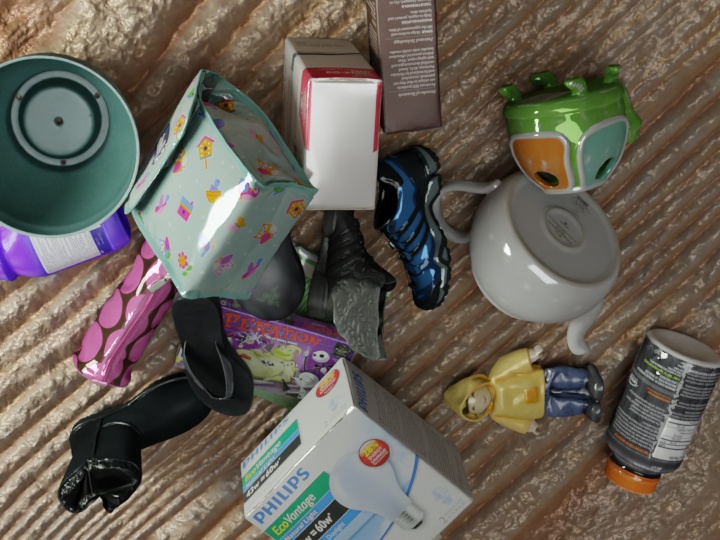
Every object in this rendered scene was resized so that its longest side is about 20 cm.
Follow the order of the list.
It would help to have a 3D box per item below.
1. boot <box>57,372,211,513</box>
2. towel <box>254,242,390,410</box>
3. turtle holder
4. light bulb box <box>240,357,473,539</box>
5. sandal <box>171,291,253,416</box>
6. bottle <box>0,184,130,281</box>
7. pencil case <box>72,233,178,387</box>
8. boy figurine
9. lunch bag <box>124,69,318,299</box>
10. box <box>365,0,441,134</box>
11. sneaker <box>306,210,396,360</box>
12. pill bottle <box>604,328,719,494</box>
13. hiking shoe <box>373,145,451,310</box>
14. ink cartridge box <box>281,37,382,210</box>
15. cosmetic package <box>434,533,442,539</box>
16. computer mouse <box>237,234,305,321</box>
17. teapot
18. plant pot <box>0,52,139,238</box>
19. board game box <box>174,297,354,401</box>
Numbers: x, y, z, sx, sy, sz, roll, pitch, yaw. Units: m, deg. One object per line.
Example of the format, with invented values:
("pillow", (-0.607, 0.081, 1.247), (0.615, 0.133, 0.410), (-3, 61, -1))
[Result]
("boot", (-0.265, 0.211, 1.733), (0.199, 0.168, 0.077), (-21, 112, 0))
("towel", (-0.070, 0.077, 1.787), (0.152, 0.023, 0.201), (25, 107, -15))
("turtle holder", (0.246, -0.166, 1.678), (0.140, 0.185, 0.133), (-7, 103, 20))
("light bulb box", (-0.007, 0.252, 1.728), (0.200, 0.125, 0.198), (39, 104, -20))
("sandal", (-0.181, 0.106, 1.707), (0.075, 0.043, 0.201), (-9, 130, 12))
("bottle", (-0.371, -0.036, 1.678), (0.198, 0.065, 0.084), (-21, 112, 1))
("pencil case", (-0.266, 0.050, 1.710), (0.090, 0.094, 0.201), (24, 108, -27))
("boy figurine", (0.207, 0.152, 1.831), (0.198, 0.065, 0.125), (1, 114, -11))
("lunch bag", (-0.164, -0.095, 1.541), (0.121, 0.200, 0.171), (1, 133, -48))
("box", (0.047, -0.265, 1.628), (0.074, 0.100, 0.202), (-5, 112, -6))
("sneaker", (-0.001, -0.001, 1.704), (0.103, 0.060, 0.202), (12, 86, 13))
("pill bottle", (0.379, 0.185, 1.843), (0.105, 0.106, 0.201), (15, 108, -13))
("hiking shoe", (0.053, -0.046, 1.720), (0.086, 0.074, 0.202), (-14, 104, -25))
("ink cartridge box", (-0.036, -0.167, 1.602), (0.084, 0.200, 0.146), (0, 111, -10))
("cosmetic package", (0.010, 0.280, 1.848), (0.103, 0.073, 0.201), (-31, 111, 5))
("computer mouse", (-0.128, -0.031, 1.645), (0.138, 0.053, 0.201), (-22, 101, 3))
("teapot", (0.200, -0.015, 1.721), (0.196, 0.201, 0.146), (6, 147, -31))
("plant pot", (-0.340, -0.153, 1.599), (0.198, 0.134, 0.202), (-1, 110, -4))
("board game box", (-0.115, 0.096, 1.742), (0.198, 0.032, 0.121), (16, 127, -12))
